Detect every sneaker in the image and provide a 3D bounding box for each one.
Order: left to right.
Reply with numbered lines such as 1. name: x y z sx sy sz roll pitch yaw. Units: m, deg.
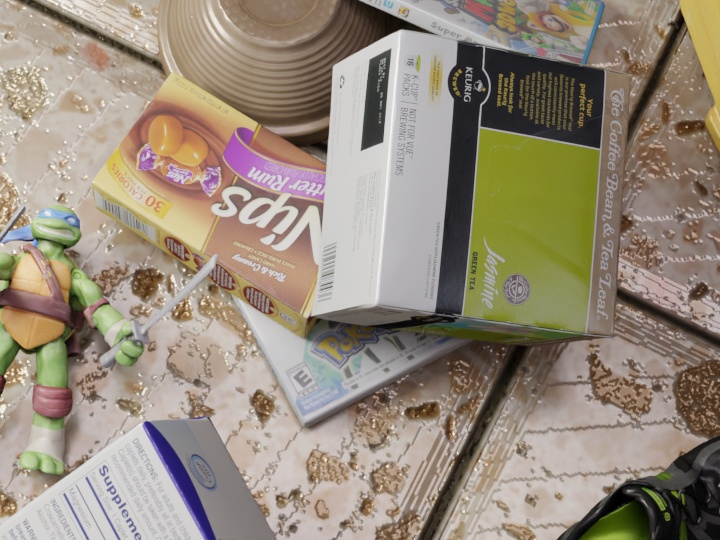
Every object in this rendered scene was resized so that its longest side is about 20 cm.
1. sneaker: 0.229 0.184 1.396 0.199 0.083 0.071 -28 76 -12

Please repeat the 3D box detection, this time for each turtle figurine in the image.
1. turtle figurine: -0.238 0.048 1.370 0.199 0.144 0.195 14 89 45

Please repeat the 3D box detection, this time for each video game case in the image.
1. video game case: 0.000 0.000 1.476 0.199 0.022 0.183 -27 75 -11
2. video game case: 0.095 -0.221 1.508 0.199 0.018 0.143 24 37 1

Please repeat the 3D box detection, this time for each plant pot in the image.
1. plant pot: -0.066 -0.208 1.505 0.200 0.093 0.202 1 72 -4

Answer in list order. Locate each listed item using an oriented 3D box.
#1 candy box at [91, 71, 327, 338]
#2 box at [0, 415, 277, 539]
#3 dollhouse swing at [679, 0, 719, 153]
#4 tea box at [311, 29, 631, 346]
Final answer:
1. candy box: -0.094 -0.051 1.447 0.199 0.057 0.117 32 71 8
2. box: -0.158 0.231 1.307 0.200 0.105 0.184 -36 75 18
3. dollhouse swing: 0.358 -0.184 1.463 0.181 0.200 0.177 0 71 -3
4. tea box: 0.082 -0.054 1.383 0.196 0.134 0.201 9 81 -21
